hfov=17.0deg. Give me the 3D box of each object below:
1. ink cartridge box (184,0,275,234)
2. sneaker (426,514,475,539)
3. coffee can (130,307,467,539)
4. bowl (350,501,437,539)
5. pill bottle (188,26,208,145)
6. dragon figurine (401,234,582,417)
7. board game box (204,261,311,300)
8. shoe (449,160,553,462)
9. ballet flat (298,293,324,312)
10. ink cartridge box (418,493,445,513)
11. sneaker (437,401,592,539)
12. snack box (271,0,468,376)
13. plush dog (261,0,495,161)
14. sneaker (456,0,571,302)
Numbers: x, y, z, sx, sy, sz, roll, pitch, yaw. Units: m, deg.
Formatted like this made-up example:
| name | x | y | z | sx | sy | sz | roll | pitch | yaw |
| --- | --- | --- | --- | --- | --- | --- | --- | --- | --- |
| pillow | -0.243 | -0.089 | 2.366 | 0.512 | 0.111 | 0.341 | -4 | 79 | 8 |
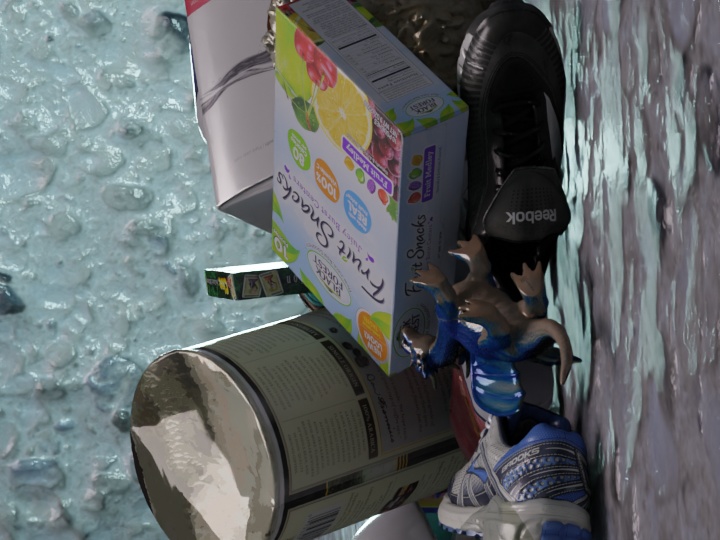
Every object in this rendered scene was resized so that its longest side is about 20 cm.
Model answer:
| name | x | y | z | sx | sy | sz | roll | pitch | yaw |
| --- | --- | --- | --- | --- | --- | --- | --- | --- | --- |
| ink cartridge box | -0.042 | -0.123 | 1.690 | 0.146 | 0.083 | 0.201 | 25 | -131 | -50 |
| sneaker | 0.049 | 0.234 | 1.942 | 0.071 | 0.080 | 0.201 | -99 | 8 | -56 |
| coffee can | -0.030 | 0.100 | 1.594 | 0.146 | 0.200 | 0.147 | 17 | 113 | 44 |
| bowl | 0.040 | 0.271 | 1.717 | 0.200 | 0.074 | 0.200 | 64 | 168 | 13 |
| pill bottle | -0.074 | -0.146 | 1.883 | 0.200 | 0.115 | 0.116 | -99 | 9 | -56 |
| dragon figurine | 0.086 | 0.044 | 1.404 | 0.200 | 0.059 | 0.100 | 26 | 147 | 52 |
| board game box | 0.000 | 0.000 | 1.656 | 0.105 | 0.199 | 0.024 | 174 | 90 | -77 |
| shoe | 0.080 | 0.032 | 1.561 | 0.091 | 0.071 | 0.201 | 101 | 164 | -55 |
| ballet flat | -0.004 | 0.028 | 1.939 | 0.200 | 0.068 | 0.075 | 57 | -179 | 20 |
| ink cartridge box | 0.065 | 0.083 | 1.757 | 0.200 | 0.076 | 0.137 | -101 | 11 | -57 |
| sneaker | 0.100 | 0.121 | 1.439 | 0.200 | 0.077 | 0.086 | 173 | 105 | -78 |
| snack box | 0.002 | -0.054 | 1.490 | 0.142 | 0.053 | 0.200 | 48 | 149 | 37 |
| plush dog | 0.042 | -0.128 | 1.623 | 0.200 | 0.160 | 0.172 | -34 | -58 | -61 |
| sneaker | 0.095 | -0.063 | 1.429 | 0.091 | 0.066 | 0.201 | -106 | 13 | -49 |
